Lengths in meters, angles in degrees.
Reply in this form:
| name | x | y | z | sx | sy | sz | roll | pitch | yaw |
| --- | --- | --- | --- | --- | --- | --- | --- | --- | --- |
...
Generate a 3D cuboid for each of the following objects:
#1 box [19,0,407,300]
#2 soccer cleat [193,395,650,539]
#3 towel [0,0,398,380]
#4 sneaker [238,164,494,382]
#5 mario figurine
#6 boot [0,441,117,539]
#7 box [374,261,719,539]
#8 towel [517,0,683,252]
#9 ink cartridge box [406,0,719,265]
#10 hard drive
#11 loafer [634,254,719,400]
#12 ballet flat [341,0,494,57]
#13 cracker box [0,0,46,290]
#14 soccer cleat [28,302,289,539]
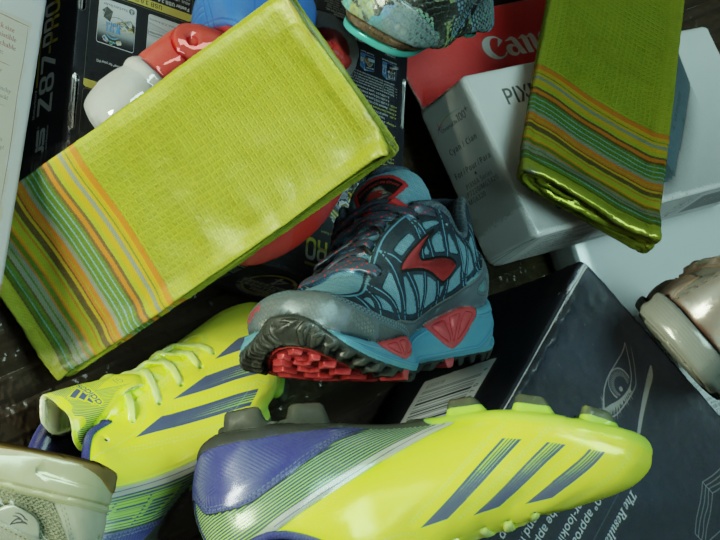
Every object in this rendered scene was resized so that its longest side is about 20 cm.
| name | x | y | z | sx | sy | sz | roll | pitch | yaw |
| --- | --- | --- | --- | --- | --- | --- | --- | --- | --- |
| box | -0.067 | -0.076 | 1.267 | 0.200 | 0.049 | 0.161 | 17 | 64 | -36 |
| soccer cleat | 0.028 | 0.100 | 1.142 | 0.200 | 0.065 | 0.084 | -2 | 73 | -6 |
| towel | -0.083 | -0.033 | 1.140 | 0.086 | 0.200 | 0.018 | 54 | 26 | -6 |
| sneaker | 0.000 | 0.000 | 1.198 | 0.200 | 0.079 | 0.096 | -9 | 99 | -69 |
| mario figurine | -0.062 | -0.092 | 1.211 | 0.123 | 0.106 | 0.200 | -3 | 64 | 0 |
| boot | -0.205 | 0.137 | 1.057 | 0.200 | 0.072 | 0.155 | 11 | 83 | -20 |
| box | 0.095 | 0.142 | 1.289 | 0.200 | 0.117 | 0.197 | 47 | 51 | -18 |
| towel | 0.130 | -0.108 | 1.374 | 0.086 | 0.018 | 0.200 | 29 | 51 | -22 |
| ink cartridge box | 0.112 | -0.105 | 1.412 | 0.200 | 0.045 | 0.176 | -15 | 76 | -42 |
| hard drive | 0.172 | 0.028 | 1.456 | 0.132 | 0.027 | 0.200 | -18 | 89 | -43 |
| loafer | 0.182 | 0.024 | 1.330 | 0.072 | 0.063 | 0.200 | 48 | 4 | 6 |
| ballet flat | 0.039 | -0.147 | 1.278 | 0.074 | 0.074 | 0.200 | 60 | 12 | -8 |
| cracker box | -0.213 | -0.073 | 1.132 | 0.134 | 0.058 | 0.200 | 23 | 63 | -35 |
| soccer cleat | -0.099 | 0.070 | 1.180 | 0.084 | 0.065 | 0.200 | 50 | 50 | -14 |
